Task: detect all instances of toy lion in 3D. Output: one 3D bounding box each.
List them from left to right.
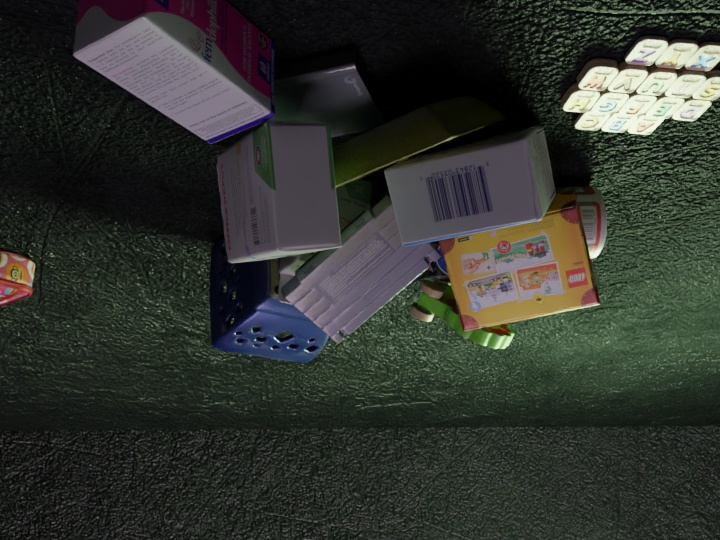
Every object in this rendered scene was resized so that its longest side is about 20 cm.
[{"bbox_3d":[0.196,0.079,1.486,0.190,0.069,0.200,27,-164,9],"label":"toy lion"}]

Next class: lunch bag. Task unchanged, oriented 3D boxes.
[{"bbox_3d":[-0.693,0.018,1.455,0.199,0.083,0.176,-15,159,33],"label":"lunch bag"}]

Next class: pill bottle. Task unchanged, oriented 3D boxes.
[{"bbox_3d":[0.274,-0.074,1.259,0.198,0.115,0.114,-1,158,-2],"label":"pill bottle"}]

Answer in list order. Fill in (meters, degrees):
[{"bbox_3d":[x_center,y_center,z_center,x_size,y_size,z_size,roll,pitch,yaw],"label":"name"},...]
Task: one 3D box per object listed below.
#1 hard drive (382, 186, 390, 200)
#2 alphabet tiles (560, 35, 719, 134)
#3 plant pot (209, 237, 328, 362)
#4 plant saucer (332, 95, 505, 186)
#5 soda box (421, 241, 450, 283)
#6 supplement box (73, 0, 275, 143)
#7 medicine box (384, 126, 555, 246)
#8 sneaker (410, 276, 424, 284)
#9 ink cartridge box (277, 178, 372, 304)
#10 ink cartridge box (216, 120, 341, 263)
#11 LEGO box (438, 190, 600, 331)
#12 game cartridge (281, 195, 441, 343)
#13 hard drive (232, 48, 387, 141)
[{"bbox_3d":[0.046,-0.071,1.229,0.042,0.136,0.200,19,155,3],"label":"hard drive"},{"bbox_3d":[0.364,-0.228,1.018,0.198,0.015,0.196,2,158,-11],"label":"alphabet tiles"},{"bbox_3d":[-0.134,0.026,1.370,0.198,0.202,0.180,12,148,-31],"label":"plant pot"},{"bbox_3d":[0.059,-0.166,1.000,0.198,0.048,0.200,-19,-173,31],"label":"plant saucer"},{"bbox_3d":[0.164,-0.017,1.332,0.198,0.064,0.071,15,-157,20],"label":"soda box"},{"bbox_3d":[-0.187,-0.232,0.837,0.103,0.102,0.199,-15,155,30],"label":"supplement box"},{"bbox_3d":[0.151,-0.114,1.051,0.180,0.104,0.200,-11,-171,21],"label":"medicine box"},{"bbox_3d":[0.043,-0.004,1.421,0.199,0.080,0.078,16,-164,-45],"label":"sneaker"},{"bbox_3d":[-0.051,-0.045,1.169,0.116,0.202,0.067,15,155,-26],"label":"ink cartridge box"},{"bbox_3d":[-0.105,-0.090,0.978,0.087,0.147,0.199,-6,179,-28],"label":"ink cartridge box"},{"bbox_3d":[0.225,-0.012,1.139,0.198,0.150,0.077,-12,-161,16],"label":"LEGO box"},{"bbox_3d":[0.000,0.000,1.115,0.200,0.038,0.130,-40,120,9],"label":"game cartridge"},{"bbox_3d":[-0.078,-0.208,1.001,0.198,0.033,0.140,-9,157,16],"label":"hard drive"}]
